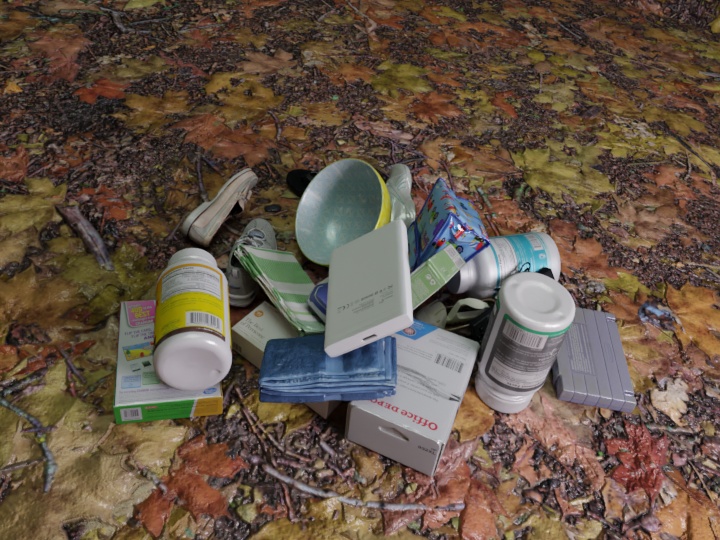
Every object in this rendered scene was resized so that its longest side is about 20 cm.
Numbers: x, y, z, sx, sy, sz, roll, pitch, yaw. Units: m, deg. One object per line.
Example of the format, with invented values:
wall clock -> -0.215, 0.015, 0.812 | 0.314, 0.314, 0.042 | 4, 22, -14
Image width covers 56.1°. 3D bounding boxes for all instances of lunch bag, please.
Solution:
lunch bag -> 0.117, -0.033, 1.173 | 0.093, 0.201, 0.152 | 32, 23, -18

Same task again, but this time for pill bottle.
pill bottle -> -0.243, 0.063, 0.979 | 0.106, 0.111, 0.203 | -1, 42, -13
pill bottle -> 0.239, 0.113, 1.015 | 0.110, 0.203, 0.115 | 5, 41, -5
pill bottle -> 0.251, -0.005, 1.216 | 0.194, 0.113, 0.112 | -7, 44, -18

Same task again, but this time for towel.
towel -> -0.045, 0.132, 0.949 | 0.194, 0.050, 0.113 | -4, 36, 5
towel -> -0.105, 0.034, 1.098 | 0.200, 0.024, 0.151 | 48, 19, 27

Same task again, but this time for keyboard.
keyboard -> 0.264, 0.064, 1.130 | 0.198, 0.106, 0.039 | -33, 12, -24

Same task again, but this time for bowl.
bowl -> -0.014, -0.090, 1.240 | 0.107, 0.201, 0.201 | 28, 18, -50

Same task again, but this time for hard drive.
hard drive -> 0.011, 0.021, 0.972 | 0.129, 0.027, 0.203 | -24, 38, 20

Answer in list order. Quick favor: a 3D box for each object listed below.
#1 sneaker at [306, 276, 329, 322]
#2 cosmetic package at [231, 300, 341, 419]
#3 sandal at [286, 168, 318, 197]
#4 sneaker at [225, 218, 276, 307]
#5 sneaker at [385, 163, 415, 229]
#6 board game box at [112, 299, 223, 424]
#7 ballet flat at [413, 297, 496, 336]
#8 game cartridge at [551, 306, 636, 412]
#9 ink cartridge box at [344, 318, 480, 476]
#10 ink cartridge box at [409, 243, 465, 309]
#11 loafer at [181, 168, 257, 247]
sneaker -> 0.000, 0.000, 1.097 | 0.080, 0.116, 0.198 | 42, 40, 14
cosmetic package -> -0.102, 0.132, 1.039 | 0.197, 0.052, 0.082 | 31, 45, 22
sandal -> -0.063, -0.165, 1.377 | 0.197, 0.044, 0.076 | 28, 44, 18
sneaker -> -0.186, -0.031, 1.176 | 0.072, 0.083, 0.203 | 8, 42, -2
sneaker -> 0.066, -0.152, 1.371 | 0.078, 0.072, 0.203 | 2, 43, -4
board game box -> -0.286, 0.127, 1.014 | 0.149, 0.041, 0.203 | -2, 43, -14
ballet flat -> 0.147, 0.078, 1.136 | 0.195, 0.068, 0.069 | -9, 44, -20
game cartridge -> 0.381, 0.142, 1.141 | 0.126, 0.039, 0.203 | 7, 42, 3
ink cartridge box -> 0.079, 0.177, 0.999 | 0.142, 0.085, 0.201 | 19, 42, 13
ink cartridge box -> 0.062, 0.043, 1.044 | 0.048, 0.199, 0.145 | 50, 23, 4
loafer -> -0.252, -0.115, 1.277 | 0.062, 0.072, 0.201 | 37, 53, 5
